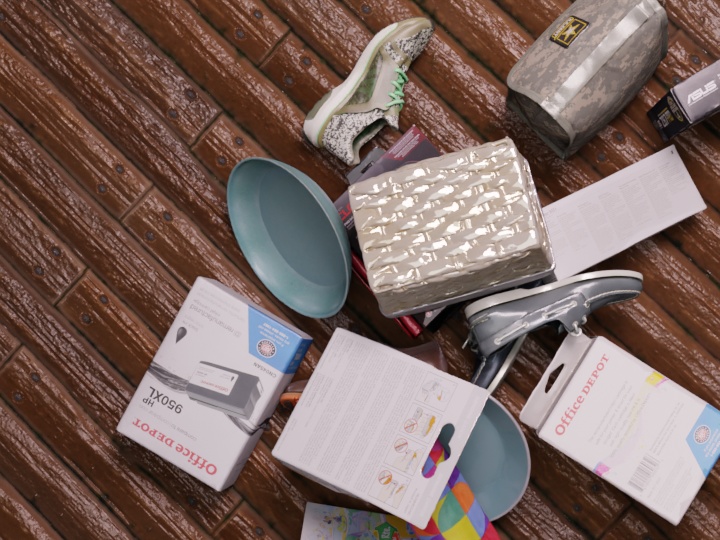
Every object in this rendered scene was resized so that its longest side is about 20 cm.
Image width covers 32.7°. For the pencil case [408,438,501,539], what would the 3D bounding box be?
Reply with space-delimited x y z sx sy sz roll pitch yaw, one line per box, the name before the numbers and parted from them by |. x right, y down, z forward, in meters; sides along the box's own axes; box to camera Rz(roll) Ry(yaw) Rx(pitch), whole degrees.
pencil case | 0.086 0.266 1.355 0.088 0.088 0.202 -28 105 3

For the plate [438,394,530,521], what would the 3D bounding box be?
plate | 0.096 0.199 1.378 0.198 0.026 0.202 10 120 17

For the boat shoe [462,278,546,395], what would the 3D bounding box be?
boat shoe | 0.157 0.074 1.392 0.061 0.075 0.201 30 88 4

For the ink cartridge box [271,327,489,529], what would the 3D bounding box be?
ink cartridge box | 0.025 0.168 1.310 0.198 0.050 0.163 21 75 26

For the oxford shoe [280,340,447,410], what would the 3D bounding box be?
oxford shoe | 0.004 0.125 1.416 0.197 0.072 0.074 -7 63 3

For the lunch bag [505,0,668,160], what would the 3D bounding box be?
lunch bag | 0.247 -0.222 1.338 0.164 0.200 0.118 -45 85 2

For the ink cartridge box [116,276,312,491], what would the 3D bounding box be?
ink cartridge box | -0.167 0.130 1.413 0.143 0.084 0.202 29 90 7

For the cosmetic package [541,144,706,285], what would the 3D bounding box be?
cosmetic package | 0.280 -0.060 1.377 0.198 0.051 0.083 -25 85 -13

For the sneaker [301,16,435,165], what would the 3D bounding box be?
sneaker | 0.027 -0.200 1.412 0.200 0.077 0.089 -49 66 9

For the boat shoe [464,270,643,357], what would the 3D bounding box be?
boat shoe | 0.215 0.048 1.330 0.197 0.073 0.063 -12 71 -3

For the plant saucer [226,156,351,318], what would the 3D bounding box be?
plant saucer | -0.073 -0.042 1.383 0.036 0.200 0.201 -34 83 -34

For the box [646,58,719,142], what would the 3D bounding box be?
box | 0.420 -0.218 1.341 0.199 0.161 0.049 -31 85 4

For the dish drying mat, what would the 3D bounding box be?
dish drying mat | 0.000 0.000 1.408 0.018 0.077 0.200 -42 84 0

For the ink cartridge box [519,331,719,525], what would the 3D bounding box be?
ink cartridge box | 0.286 0.164 1.349 0.199 0.125 0.129 33 90 6

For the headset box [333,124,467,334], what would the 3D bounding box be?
headset box | 0.065 -0.053 1.396 0.148 0.075 0.200 -42 76 3

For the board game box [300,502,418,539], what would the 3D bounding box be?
board game box | -0.009 0.355 1.342 0.133 0.034 0.201 8 45 0

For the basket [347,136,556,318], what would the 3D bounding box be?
basket | 0.092 -0.043 1.286 0.198 0.123 0.137 -16 78 9
